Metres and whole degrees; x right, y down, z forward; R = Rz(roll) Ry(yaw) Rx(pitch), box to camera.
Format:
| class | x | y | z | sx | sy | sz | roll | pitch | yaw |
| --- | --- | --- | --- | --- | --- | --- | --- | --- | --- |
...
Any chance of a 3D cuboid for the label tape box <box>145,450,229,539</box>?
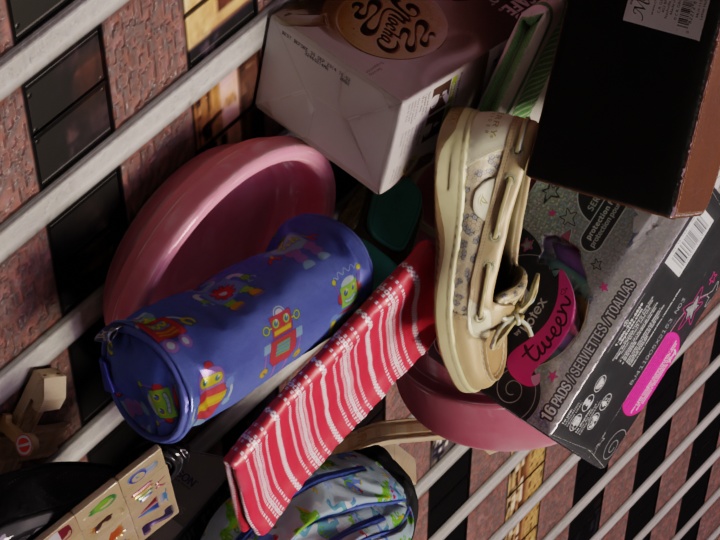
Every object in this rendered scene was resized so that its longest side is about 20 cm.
| class | x | y | z | sx | sy | sz | roll | pitch | yaw |
| --- | --- | --- | --- | --- | --- | --- | --- | --- | --- |
| label tape box | -0.136 | 0.198 | 1.712 | 0.200 | 0.066 | 0.144 | -50 | 157 | -21 |

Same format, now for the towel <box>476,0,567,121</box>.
| class | x | y | z | sx | sy | sz | roll | pitch | yaw |
| --- | --- | --- | --- | --- | --- | --- | --- | --- | --- |
| towel | 0.140 | -0.133 | 1.566 | 0.200 | 0.023 | 0.153 | -23 | 143 | -51 |

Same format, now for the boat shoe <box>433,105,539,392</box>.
| class | x | y | z | sx | sy | sz | roll | pitch | yaw |
| --- | --- | --- | --- | --- | --- | --- | --- | --- | --- |
| boat shoe | 0.083 | -0.007 | 1.499 | 0.073 | 0.062 | 0.201 | -63 | 154 | -53 |

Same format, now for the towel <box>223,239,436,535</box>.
| class | x | y | z | sx | sy | sz | roll | pitch | yaw |
| --- | --- | --- | --- | --- | --- | --- | --- | --- | --- |
| towel | -0.013 | 0.079 | 1.536 | 0.200 | 0.022 | 0.145 | -47 | 162 | -17 |

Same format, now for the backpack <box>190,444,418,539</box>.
| class | x | y | z | sx | sy | sz | roll | pitch | yaw |
| --- | --- | --- | --- | --- | --- | --- | --- | --- | --- |
| backpack | -0.048 | 0.209 | 1.669 | 0.199 | 0.154 | 0.164 | 18 | 110 | -53 |

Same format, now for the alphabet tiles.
| class | x | y | z | sx | sy | sz | roll | pitch | yaw |
| --- | --- | --- | --- | --- | --- | --- | --- | --- | --- |
| alphabet tiles | -0.185 | 0.194 | 1.505 | 0.167 | 0.008 | 0.200 | -38 | 162 | -14 |

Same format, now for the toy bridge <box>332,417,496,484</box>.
| class | x | y | z | sx | sy | sz | roll | pitch | yaw |
| --- | --- | --- | --- | --- | --- | --- | --- | --- | --- |
| toy bridge | 0.020 | 0.147 | 1.853 | 0.199 | 0.027 | 0.067 | -26 | 135 | 26 |

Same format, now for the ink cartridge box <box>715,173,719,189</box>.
| class | x | y | z | sx | sy | sz | roll | pitch | yaw |
| --- | --- | --- | --- | --- | --- | --- | --- | --- | --- |
| ink cartridge box | 0.203 | -0.067 | 1.894 | 0.084 | 0.144 | 0.201 | -28 | 145 | -45 |

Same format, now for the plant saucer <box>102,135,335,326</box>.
| class | x | y | z | sx | sy | sz | roll | pitch | yaw |
| --- | --- | --- | --- | --- | --- | --- | --- | --- | --- |
| plant saucer | -0.098 | -0.006 | 1.530 | 0.200 | 0.051 | 0.201 | -43 | 154 | -26 |

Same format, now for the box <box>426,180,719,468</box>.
| class | x | y | z | sx | sy | sz | roll | pitch | yaw |
| --- | --- | --- | --- | --- | --- | --- | --- | --- | --- |
| box | 0.157 | 0.014 | 1.620 | 0.201 | 0.114 | 0.132 | -58 | 153 | -1 |

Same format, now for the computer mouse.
| class | x | y | z | sx | sy | sz | roll | pitch | yaw |
| --- | --- | --- | --- | --- | --- | --- | --- | --- | --- |
| computer mouse | -0.206 | 0.158 | 1.473 | 0.139 | 0.053 | 0.200 | -51 | 160 | 27 |

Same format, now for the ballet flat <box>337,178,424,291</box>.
| class | x | y | z | sx | sy | sz | roll | pitch | yaw |
| --- | --- | --- | --- | --- | --- | --- | --- | --- | --- |
| ballet flat | 0.000 | 0.000 | 1.639 | 0.200 | 0.070 | 0.071 | -69 | 179 | -58 |

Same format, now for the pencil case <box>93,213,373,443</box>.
| class | x | y | z | sx | sy | sz | roll | pitch | yaw |
| --- | --- | --- | --- | --- | --- | --- | --- | --- | --- |
| pencil case | -0.079 | 0.033 | 1.458 | 0.200 | 0.086 | 0.079 | -32 | 127 | -44 |

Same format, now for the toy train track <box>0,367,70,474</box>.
| class | x | y | z | sx | sy | sz | roll | pitch | yaw |
| --- | --- | --- | --- | --- | --- | --- | --- | --- | --- |
| toy train track | -0.233 | 0.155 | 1.510 | 0.114 | 0.032 | 0.201 | -5 | 127 | -60 |

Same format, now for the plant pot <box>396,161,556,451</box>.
| class | x | y | z | sx | sy | sz | roll | pitch | yaw |
| --- | --- | --- | --- | --- | --- | --- | --- | --- | --- |
| plant pot | 0.108 | 0.005 | 1.783 | 0.200 | 0.199 | 0.180 | -40 | 137 | -29 |

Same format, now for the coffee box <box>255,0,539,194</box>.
| class | x | y | z | sx | sy | sz | roll | pitch | yaw |
| --- | --- | --- | --- | --- | --- | --- | --- | --- | --- |
| coffee box | 0.042 | -0.145 | 1.532 | 0.200 | 0.113 | 0.080 | -33 | 149 | -39 |

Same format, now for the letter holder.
| class | x | y | z | sx | sy | sz | roll | pitch | yaw |
| --- | --- | --- | --- | --- | --- | --- | --- | --- | --- |
| letter holder | 0.195 | -0.143 | 1.471 | 0.142 | 0.100 | 0.202 | -5 | 111 | -65 |
